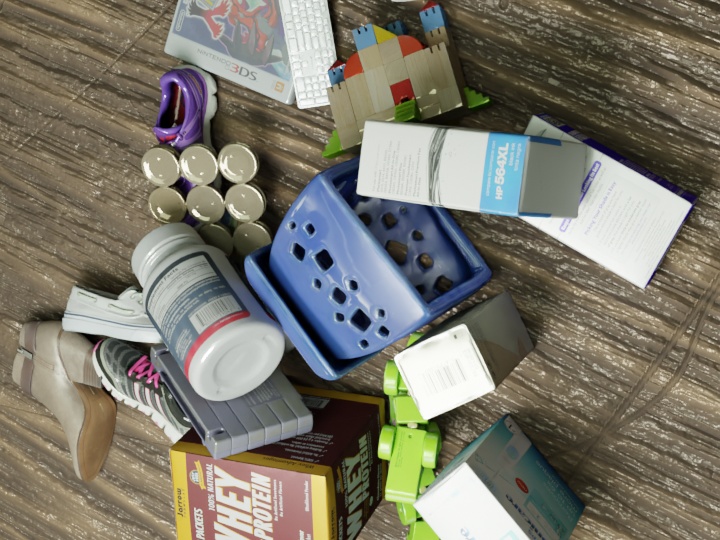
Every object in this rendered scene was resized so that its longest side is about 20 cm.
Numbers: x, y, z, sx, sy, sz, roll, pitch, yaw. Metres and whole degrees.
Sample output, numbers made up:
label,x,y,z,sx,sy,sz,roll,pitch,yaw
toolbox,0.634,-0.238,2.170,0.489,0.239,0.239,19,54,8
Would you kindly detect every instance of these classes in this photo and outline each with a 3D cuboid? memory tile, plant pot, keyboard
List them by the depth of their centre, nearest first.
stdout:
label,x,y,z,sx,sy,sz,roll,pitch,yaw
plant pot,0.000,0.000,1.457,0.180,0.200,0.201,-40,84,28
keyboard,-0.063,-0.292,1.500,0.056,0.011,0.202,-9,106,3
memory tile,-0.181,-0.059,1.553,0.152,0.017,0.202,-3,114,15

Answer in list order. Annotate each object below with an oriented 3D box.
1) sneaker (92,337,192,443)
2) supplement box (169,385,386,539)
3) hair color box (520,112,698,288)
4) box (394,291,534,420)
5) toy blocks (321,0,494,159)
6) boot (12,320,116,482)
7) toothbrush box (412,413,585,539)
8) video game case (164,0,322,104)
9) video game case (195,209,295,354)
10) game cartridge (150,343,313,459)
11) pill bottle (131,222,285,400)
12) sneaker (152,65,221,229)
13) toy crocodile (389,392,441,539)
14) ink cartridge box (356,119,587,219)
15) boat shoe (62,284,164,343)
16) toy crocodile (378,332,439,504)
label,x,y,z,sx,sy,sz,roll,pitch,yaw
sneaker,-0.250,0.144,1.626,0.200,0.074,0.088,40,131,4
supplement box,-0.091,0.240,1.514,0.196,0.200,0.134,6,112,20
hair color box,0.256,-0.079,1.413,0.199,0.065,0.110,31,109,12
box,0.119,0.090,1.420,0.095,0.200,0.078,-27,89,23
toy blocks,0.036,-0.223,1.462,0.199,0.100,0.138,-19,82,19
boot,-0.401,0.166,1.707,0.145,0.070,0.202,18,104,23
toothbrush box,0.160,0.264,1.435,0.085,0.200,0.147,-42,83,22
video game case,-0.131,-0.326,1.538,0.181,0.023,0.201,24,106,15
video game case,-0.168,0.034,1.614,0.182,0.022,0.201,-34,86,22
game cartridge,-0.152,0.139,1.503,0.200,0.129,0.039,46,136,47
pill bottle,-0.183,0.041,1.481,0.120,0.119,0.200,-53,52,20
sneaker,-0.225,-0.149,1.569,0.080,0.083,0.202,2,100,27
toy crocodile,0.065,0.240,1.545,0.067,0.062,0.202,-12,93,-14
ink cartridge box,0.117,-0.108,1.353,0.199,0.146,0.085,11,98,33
boat shoe,-0.288,0.053,1.613,0.198,0.074,0.067,6,89,17
toy crocodile,0.061,0.169,1.485,0.067,0.062,0.202,3,76,10
